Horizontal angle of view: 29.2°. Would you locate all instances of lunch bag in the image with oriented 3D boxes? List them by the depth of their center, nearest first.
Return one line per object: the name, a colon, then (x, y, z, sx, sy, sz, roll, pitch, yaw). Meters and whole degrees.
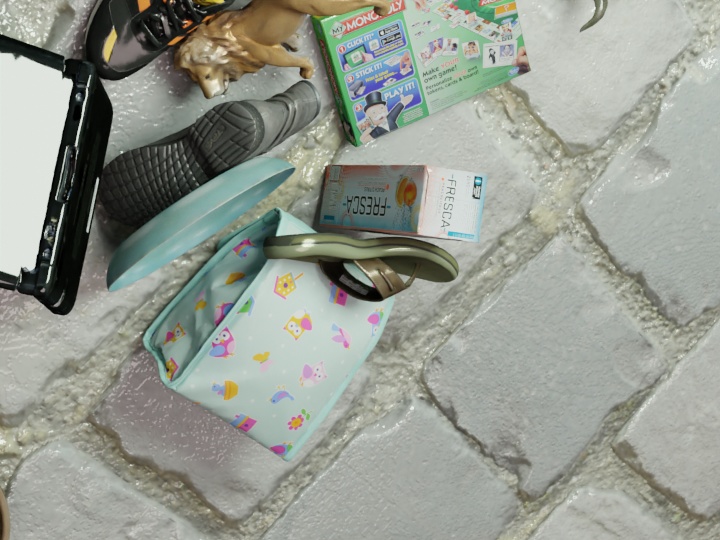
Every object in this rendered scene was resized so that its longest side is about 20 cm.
lunch bag: (-0.081, 0.052, 1.332, 0.170, 0.122, 0.200, 36, 95, -32)

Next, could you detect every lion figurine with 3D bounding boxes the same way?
lion figurine: (-0.070, -0.224, 1.213, 0.122, 0.073, 0.200, 11, 141, -40)

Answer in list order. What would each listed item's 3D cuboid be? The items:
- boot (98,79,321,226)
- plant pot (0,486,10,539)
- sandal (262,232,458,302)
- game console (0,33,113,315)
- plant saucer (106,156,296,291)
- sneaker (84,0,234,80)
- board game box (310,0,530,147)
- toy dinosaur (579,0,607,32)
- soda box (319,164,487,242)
boot: (-0.134, -0.105, 1.259, 0.132, 0.200, 0.070, -31, 99, -59)
plant pot: (-0.428, 0.225, 1.257, 0.201, 0.093, 0.201, -10, 115, -23)
sandal: (-0.001, 0.000, 1.270, 0.201, 0.080, 0.057, 4, 80, -32)
game console: (-0.289, -0.079, 1.145, 0.116, 0.176, 0.200, 10, 79, 1)
plant saucer: (-0.147, -0.046, 1.233, 0.200, 0.200, 0.027, -35, 90, -9)
sneaker: (-0.156, -0.238, 1.188, 0.200, 0.090, 0.070, -44, 123, -3)
board game box: (0.062, -0.219, 1.338, 0.200, 0.029, 0.135, -25, 119, -14)
toy dinosaur: (0.252, -0.335, 1.366, 0.102, 0.077, 0.200, 29, 102, -20)
soda box: (0.036, -0.064, 1.289, 0.068, 0.200, 0.064, 7, 92, -27)
